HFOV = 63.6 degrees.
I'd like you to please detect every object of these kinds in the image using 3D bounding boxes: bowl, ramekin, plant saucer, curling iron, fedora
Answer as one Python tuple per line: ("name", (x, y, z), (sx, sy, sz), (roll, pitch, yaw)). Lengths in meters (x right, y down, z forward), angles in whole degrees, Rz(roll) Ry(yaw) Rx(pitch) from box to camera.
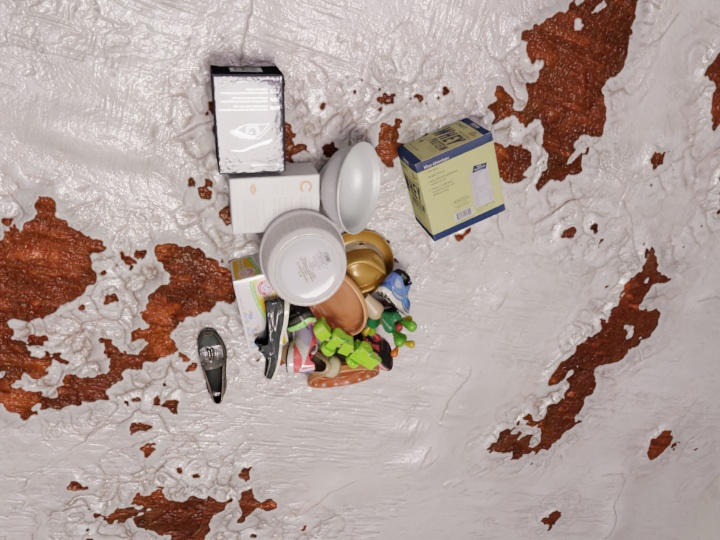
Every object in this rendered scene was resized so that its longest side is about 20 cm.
("bowl", (-0.036, -0.192, 1.318), (0.200, 0.088, 0.207), (-35, 131, -53))
("ramekin", (-0.121, -0.021, 1.266), (0.194, 0.105, 0.206), (-5, 112, -13))
("plant saucer", (-0.046, 0.275, 1.546), (0.194, 0.033, 0.201), (-10, 160, -4))
("curling iron", (0.022, 0.092, 1.520), (0.196, 0.050, 0.026), (14, 130, -29))
("plant saucer", (-0.061, 0.069, 1.432), (0.037, 0.196, 0.205), (-43, 131, -41))
("fedora", (0.000, 0.000, 1.452), (0.195, 0.082, 0.206), (-8, 119, -14))

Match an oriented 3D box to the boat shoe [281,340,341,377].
("boat shoe", (-0.140, 0.217, 1.461), (0.064, 0.196, 0.073), (19, 82, -55))

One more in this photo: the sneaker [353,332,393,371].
("sneaker", (0.015, 0.220, 1.589), (0.085, 0.076, 0.199), (-16, 143, 35))

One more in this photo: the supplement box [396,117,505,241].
("supplement box", (0.216, -0.218, 1.382), (0.196, 0.135, 0.204), (-23, 121, -5))

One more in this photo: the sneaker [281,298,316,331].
("sneaker", (-0.157, 0.082, 1.376), (0.075, 0.200, 0.086), (-23, 112, -9))

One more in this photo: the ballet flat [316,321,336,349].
("ballet flat", (-0.073, 0.164, 1.518), (0.198, 0.071, 0.068), (-37, 121, 3))

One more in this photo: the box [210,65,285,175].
("box", (-0.233, -0.313, 1.207), (0.144, 0.105, 0.205), (-4, 118, -16))

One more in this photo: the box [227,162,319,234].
("box", (-0.195, -0.164, 1.299), (0.194, 0.098, 0.128), (-5, 117, -15))

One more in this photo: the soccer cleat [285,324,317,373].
("soccer cleat", (-0.136, 0.169, 1.427), (0.071, 0.203, 0.070), (3, 130, 2))

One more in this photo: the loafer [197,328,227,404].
("loafer", (-0.368, 0.246, 1.468), (0.070, 0.063, 0.205), (-9, 118, -13))

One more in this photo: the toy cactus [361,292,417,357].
("toy cactus", (0.053, 0.132, 1.455), (0.166, 0.199, 0.103), (48, 70, -18))

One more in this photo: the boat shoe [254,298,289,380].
("boat shoe", (-0.212, 0.158, 1.339), (0.064, 0.075, 0.204), (6, 113, -20))

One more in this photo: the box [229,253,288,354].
("box", (-0.243, 0.078, 1.396), (0.099, 0.113, 0.205), (-13, 118, -11))

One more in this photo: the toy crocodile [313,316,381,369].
("toy crocodile", (-0.033, 0.184, 1.431), (0.197, 0.063, 0.068), (30, 122, -21))

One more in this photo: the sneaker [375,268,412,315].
("sneaker", (0.103, 0.052, 1.477), (0.090, 0.078, 0.200), (-56, 161, -5))
